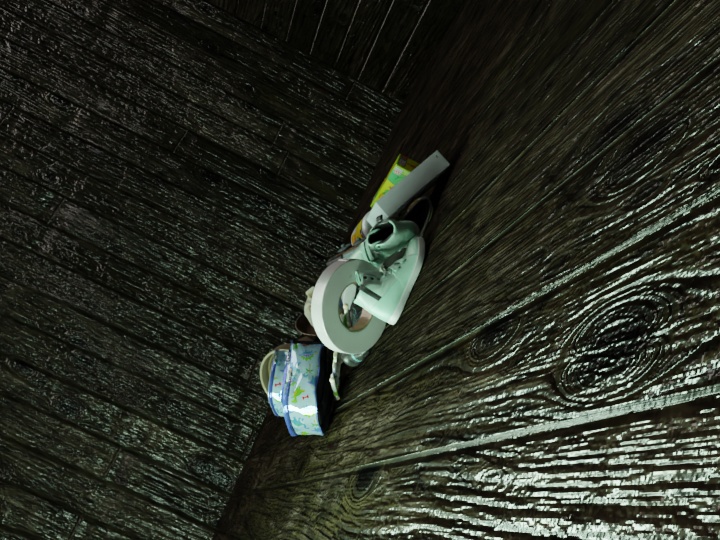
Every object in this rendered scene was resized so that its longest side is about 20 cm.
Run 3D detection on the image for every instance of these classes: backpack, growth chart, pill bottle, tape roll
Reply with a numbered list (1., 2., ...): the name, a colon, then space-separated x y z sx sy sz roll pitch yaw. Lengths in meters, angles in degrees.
1. backpack: -0.136 0.284 1.641 0.184 0.146 0.201 77 -169 -50
2. growth chart: -0.047 0.190 1.639 0.145 0.018 0.201 79 -160 -65
3. pill bottle: 0.035 -0.104 2.075 0.110 0.109 0.200 -66 6 -18
4. tape roll: -0.019 0.075 1.478 0.037 0.203 0.204 1 61 47

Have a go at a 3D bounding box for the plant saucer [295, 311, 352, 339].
1. plant saucer: -0.077 0.139 1.903 0.201 0.199 0.037 -78 -24 -66

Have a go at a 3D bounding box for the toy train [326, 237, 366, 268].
1. toy train: 0.000 -0.042 1.909 0.199 0.086 0.114 -24 11 28

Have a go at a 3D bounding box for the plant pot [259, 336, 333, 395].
1. plant pot: -0.145 0.262 1.885 0.201 0.199 0.174 -60 -8 31

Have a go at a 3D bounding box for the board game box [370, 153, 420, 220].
1. board game box: 0.112 -0.231 1.975 0.200 0.101 0.048 124 169 -53

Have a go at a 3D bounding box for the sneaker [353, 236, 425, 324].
1. sneaker: 0.057 -0.001 1.452 0.201 0.118 0.074 -67 7 -19

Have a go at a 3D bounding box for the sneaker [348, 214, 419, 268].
1. sneaker: 0.021 -0.054 1.535 0.200 0.074 0.118 -35 -22 26

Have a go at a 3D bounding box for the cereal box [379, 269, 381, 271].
1. cereal box: 0.038 0.053 1.752 0.144 0.039 0.201 -98 34 -80

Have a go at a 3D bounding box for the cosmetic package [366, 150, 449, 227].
1. cosmetic package: 0.111 -0.186 1.666 0.200 0.052 0.151 -41 -5 -13

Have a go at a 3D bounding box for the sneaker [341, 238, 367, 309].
1. sneaker: 0.000 0.000 1.766 0.201 0.073 0.116 -65 8 -1

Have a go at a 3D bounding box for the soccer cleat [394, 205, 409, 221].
1. soccer cleat: 0.105 -0.089 1.672 0.200 0.081 0.068 -44 -2 -15

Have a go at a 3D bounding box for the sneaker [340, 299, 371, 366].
1. sneaker: 0.014 0.126 1.604 0.079 0.075 0.201 -38 31 47

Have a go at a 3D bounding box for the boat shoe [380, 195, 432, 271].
1. boat shoe: 0.103 -0.082 1.600 0.202 0.071 0.061 -62 2 -4

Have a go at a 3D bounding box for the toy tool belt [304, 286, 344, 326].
1. toy tool belt: -0.056 0.063 1.846 0.125 0.199 0.123 50 150 37
